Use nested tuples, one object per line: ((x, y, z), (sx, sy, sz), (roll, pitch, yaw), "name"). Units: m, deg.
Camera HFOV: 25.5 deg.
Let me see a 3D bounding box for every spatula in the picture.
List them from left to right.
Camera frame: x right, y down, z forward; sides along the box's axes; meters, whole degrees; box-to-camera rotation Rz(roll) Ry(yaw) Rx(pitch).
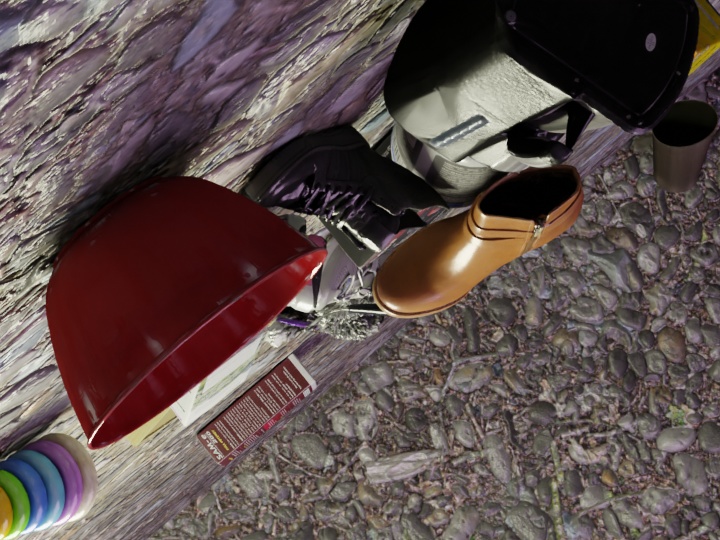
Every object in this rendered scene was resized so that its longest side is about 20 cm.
((-0.026, 0.051, 1.809), (0.198, 0.021, 0.056), (-6, 176, 17), "spatula")

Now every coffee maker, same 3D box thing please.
((0.100, -0.162, 1.066), (0.134, 0.193, 0.200), (-39, -171, -22), "coffee maker")

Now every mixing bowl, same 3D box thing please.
((-0.130, 0.012, 1.030), (0.200, 0.109, 0.200), (-41, 173, -6), "mixing bowl")

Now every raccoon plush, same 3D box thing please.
((-0.015, 0.026, 1.939), (0.199, 0.097, 0.134), (-34, 164, -42), "raccoon plush")

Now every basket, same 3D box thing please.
((0.790, -0.298, 3.928), (0.179, 0.136, 0.201), (-30, 148, -19), "basket")

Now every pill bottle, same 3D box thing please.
((0.090, -0.131, 1.335), (0.113, 0.114, 0.200), (-39, 174, -12), "pill bottle")

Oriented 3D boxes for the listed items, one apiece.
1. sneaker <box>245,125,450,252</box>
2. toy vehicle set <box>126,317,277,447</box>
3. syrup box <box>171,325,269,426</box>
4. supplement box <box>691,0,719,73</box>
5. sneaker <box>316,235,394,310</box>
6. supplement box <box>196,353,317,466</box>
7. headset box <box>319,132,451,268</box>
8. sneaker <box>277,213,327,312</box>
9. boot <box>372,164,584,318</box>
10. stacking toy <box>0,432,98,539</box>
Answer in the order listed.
((-0.007, -0.060, 1.285), (0.060, 0.104, 0.200), (-43, 173, 28), "sneaker")
((-0.185, 0.119, 1.815), (0.124, 0.027, 0.200), (-34, 171, -46), "toy vehicle set")
((-0.147, 0.070, 1.458), (0.078, 0.082, 0.200), (-36, 173, -18), "syrup box")
((0.363, -0.282, 1.935), (0.109, 0.110, 0.200), (-44, 173, 29), "supplement box")
((0.000, 0.000, 1.791), (0.200, 0.082, 0.075), (-37, 160, -57), "sneaker")
((-0.162, 0.222, 2.504), (0.200, 0.061, 0.109), (-41, 173, -6), "supplement box")
((0.057, -0.093, 1.569), (0.149, 0.075, 0.200), (-45, 172, 34), "headset box")
((-0.088, -0.016, 1.299), (0.200, 0.085, 0.081), (180, -77, -75), "sneaker")
((0.100, -0.026, 1.348), (0.198, 0.077, 0.155), (-21, 172, -2), "boot")
((-0.327, 0.208, 1.419), (0.085, 0.086, 0.199), (-43, 166, 28), "stacking toy")
